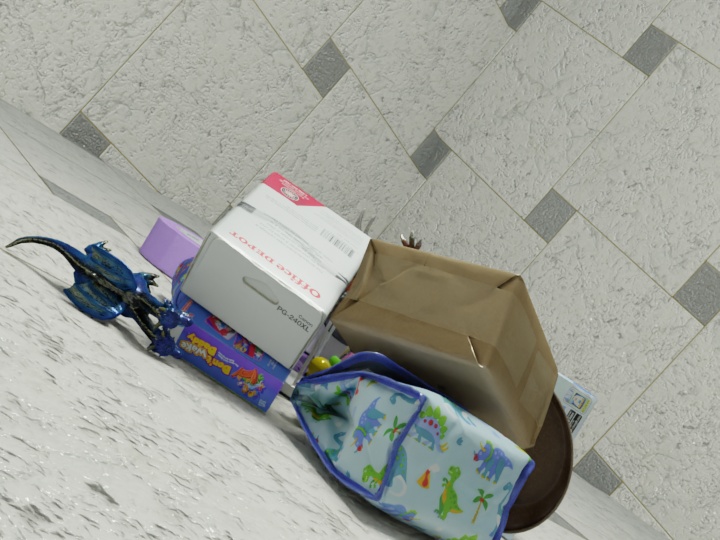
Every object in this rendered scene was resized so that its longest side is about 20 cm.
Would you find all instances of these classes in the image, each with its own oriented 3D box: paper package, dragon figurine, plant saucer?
[{"bbox_3d":[0.091,0.079,1.091,0.188,0.105,0.201,14,-25,29],"label":"paper package"},{"bbox_3d":[-0.246,0.012,1.010,0.198,0.059,0.099,34,0,-11],"label":"dragon figurine"},{"bbox_3d":[0.164,0.195,1.203,0.199,0.204,0.036,33,23,35],"label":"plant saucer"}]

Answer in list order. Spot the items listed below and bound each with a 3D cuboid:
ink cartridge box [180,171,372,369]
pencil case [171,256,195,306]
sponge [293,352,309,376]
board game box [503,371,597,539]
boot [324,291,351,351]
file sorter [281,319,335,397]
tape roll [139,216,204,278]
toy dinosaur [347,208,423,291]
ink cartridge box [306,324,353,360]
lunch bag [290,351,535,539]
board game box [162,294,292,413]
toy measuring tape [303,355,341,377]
[{"bbox_3d":[-0.084,-0.006,1.122,0.144,0.084,0.200,35,28,0],"label":"ink cartridge box"},{"bbox_3d":[-0.194,0.032,1.299,0.087,0.078,0.200,53,-4,-11],"label":"pencil case"},{"bbox_3d":[-0.074,0.137,1.488,0.111,0.030,0.200,35,0,31],"label":"sponge"},{"bbox_3d":[0.153,0.185,1.280,0.197,0.202,0.043,33,2,7],"label":"board game box"},{"bbox_3d":[-0.028,0.043,1.419,0.201,0.070,0.132,49,-29,1],"label":"boot"},{"bbox_3d":[-0.051,0.097,1.303,0.198,0.126,0.139,33,1,3],"label":"file sorter"},{"bbox_3d":[-0.257,-0.007,1.698,0.198,0.066,0.200,33,1,-1],"label":"tape roll"},{"bbox_3d":[0.000,0.000,1.290,0.180,0.105,0.202,-20,77,-43],"label":"toy dinosaur"},{"bbox_3d":[-0.038,0.102,1.542,0.198,0.068,0.116,34,0,-13],"label":"ink cartridge box"},{"bbox_3d":[0.041,0.169,1.018,0.169,0.129,0.199,33,-11,-31],"label":"lunch bag"},{"bbox_3d":[-0.118,0.051,1.137,0.133,0.045,0.201,34,28,-2],"label":"board game box"},{"bbox_3d":[-0.012,0.176,1.168,0.073,0.073,0.202,33,-22,56],"label":"toy measuring tape"}]
